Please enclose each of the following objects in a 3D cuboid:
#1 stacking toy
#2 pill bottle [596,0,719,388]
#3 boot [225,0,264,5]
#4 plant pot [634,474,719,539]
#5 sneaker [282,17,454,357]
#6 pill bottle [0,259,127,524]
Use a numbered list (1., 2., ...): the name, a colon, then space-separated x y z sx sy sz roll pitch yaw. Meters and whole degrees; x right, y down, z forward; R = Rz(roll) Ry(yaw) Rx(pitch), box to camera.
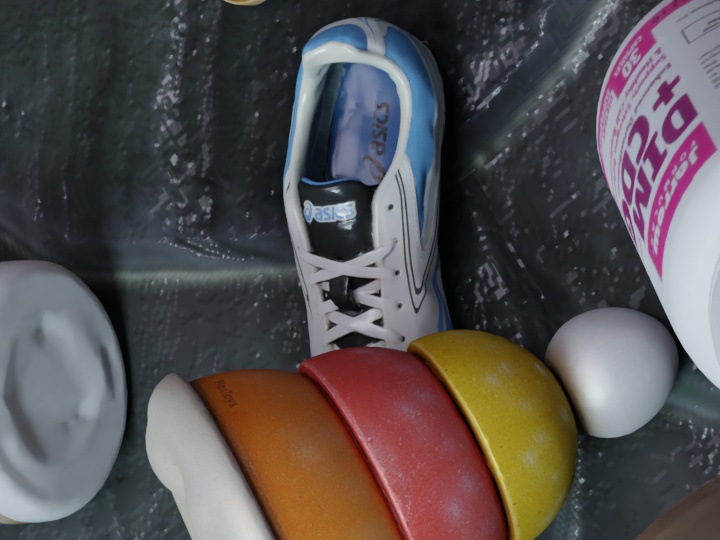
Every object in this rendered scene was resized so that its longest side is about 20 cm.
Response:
1. stacking toy: 0.032 0.071 1.101 0.199 0.146 0.147 -25 73 -8
2. pill bottle: 0.149 -0.019 0.983 0.113 0.200 0.114 -2 113 -5
3. boot: -0.115 -0.198 1.198 0.071 0.144 0.202 -35 72 29
4. plant pot: 0.167 0.182 0.920 0.174 0.200 0.201 37 111 44
5. sneaker: 0.000 0.000 1.168 0.072 0.072 0.201 -4 90 32
6. pill bottle: -0.210 0.058 1.283 0.199 0.111 0.112 -6 87 33
